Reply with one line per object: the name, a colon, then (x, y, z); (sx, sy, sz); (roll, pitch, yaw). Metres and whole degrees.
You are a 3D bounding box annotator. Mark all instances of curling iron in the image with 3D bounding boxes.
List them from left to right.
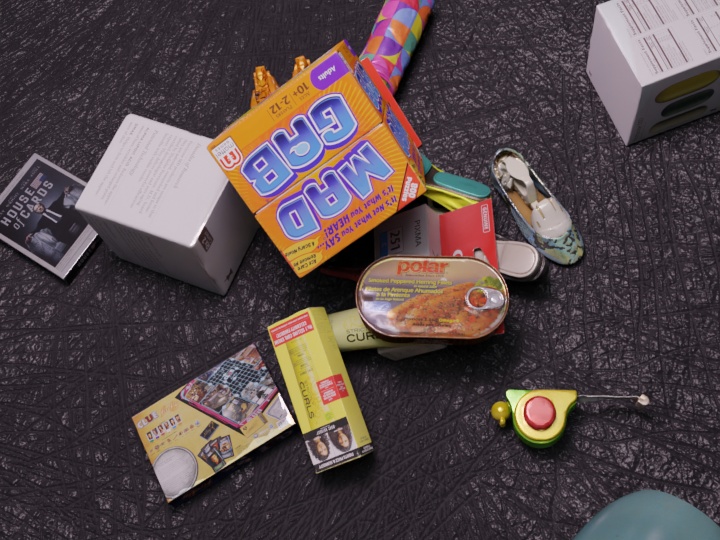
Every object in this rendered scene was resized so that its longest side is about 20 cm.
curling iron: (0.000, 0.000, 1.189); (0.198, 0.050, 0.025); (19, 46, 38)

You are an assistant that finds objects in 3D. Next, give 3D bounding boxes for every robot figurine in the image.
robot figurine: (-0.111, -0.234, 1.333); (0.142, 0.058, 0.203); (-13, 64, 4)

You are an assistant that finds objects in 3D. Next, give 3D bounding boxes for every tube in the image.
tube: (0.003, 0.076, 1.148); (0.196, 0.052, 0.059); (-11, 106, 23)

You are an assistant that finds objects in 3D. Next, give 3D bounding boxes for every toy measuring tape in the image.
toy measuring tape: (0.265, 0.190, 1.076); (0.196, 0.074, 0.075); (0, 66, 10)

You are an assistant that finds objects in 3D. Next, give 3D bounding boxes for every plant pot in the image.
plant pot: (0.320, 0.346, 0.934); (0.199, 0.202, 0.161); (34, 63, 21)

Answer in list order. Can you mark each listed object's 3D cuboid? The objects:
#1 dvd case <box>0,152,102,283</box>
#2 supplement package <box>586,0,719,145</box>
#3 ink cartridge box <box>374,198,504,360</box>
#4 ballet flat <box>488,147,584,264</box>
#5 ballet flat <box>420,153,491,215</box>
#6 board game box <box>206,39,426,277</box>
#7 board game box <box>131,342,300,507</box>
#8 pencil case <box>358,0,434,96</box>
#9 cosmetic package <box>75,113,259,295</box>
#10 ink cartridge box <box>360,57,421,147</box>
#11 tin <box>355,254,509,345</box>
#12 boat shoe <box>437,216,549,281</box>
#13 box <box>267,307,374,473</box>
dvd case: (-0.493, -0.086, 1.350); (0.198, 0.025, 0.152); (28, 73, 19)
supplement package: (0.453, -0.311, 1.222); (0.197, 0.152, 0.153); (-20, 65, 0)
ink cartridge box: (0.102, 0.006, 1.162); (0.174, 0.045, 0.204); (-18, 61, 31)
ballet flat: (0.246, -0.096, 1.207); (0.074, 0.074, 0.201); (-33, 65, -7)
ballet flat: (0.098, -0.124, 1.246); (0.198, 0.068, 0.067); (28, 42, 17)
board game box: (-0.049, -0.154, 1.114); (0.198, 0.200, 0.201); (-33, 104, 13)
board game box: (-0.198, 0.210, 1.162); (0.198, 0.035, 0.137); (-30, 65, -5)
pencil case: (0.053, -0.370, 1.357); (0.087, 0.089, 0.203); (18, 68, 16)
cosmetic package: (-0.267, -0.094, 1.238); (0.197, 0.165, 0.167); (18, 69, 16)
ink cartridge box: (-0.021, -0.197, 1.262); (0.199, 0.047, 0.161); (-36, 103, -7)
tin: (0.092, 0.038, 1.096); (0.196, 0.042, 0.114); (2, 71, 3)
boat shoe: (0.173, -0.024, 1.191); (0.198, 0.057, 0.068); (21, 86, 38)
box: (-0.053, 0.155, 1.116); (0.074, 0.050, 0.203); (-23, 79, 21)
